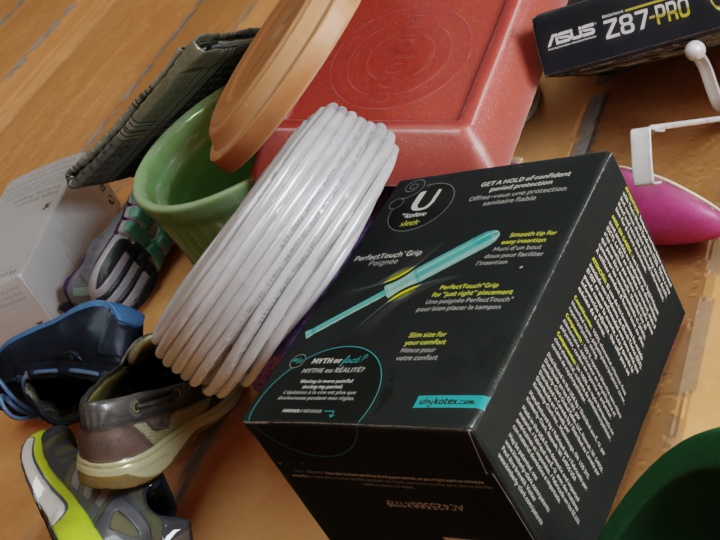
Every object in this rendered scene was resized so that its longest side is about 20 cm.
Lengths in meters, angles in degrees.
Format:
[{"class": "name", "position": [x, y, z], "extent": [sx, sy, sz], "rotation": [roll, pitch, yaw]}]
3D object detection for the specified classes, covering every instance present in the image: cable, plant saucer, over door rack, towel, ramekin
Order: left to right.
[{"class": "towel", "position": [-0.154, -0.151, 1.130], "extent": [0.200, 0.035, 0.192], "rotation": [-40, -8, 28]}, {"class": "ramekin", "position": [-0.078, -0.078, 1.033], "extent": [0.198, 0.098, 0.201], "rotation": [-23, 31, 15]}, {"class": "cable", "position": [-0.052, -0.016, 0.782], "extent": [0.201, 0.069, 0.200], "rotation": [-51, 7, 26]}, {"class": "plant saucer", "position": [-0.054, -0.163, 0.920], "extent": [0.201, 0.032, 0.201], "rotation": [-52, 16, 21]}, {"class": "plant saucer", "position": [0.032, -0.147, 0.913], "extent": [0.198, 0.037, 0.201], "rotation": [3, 53, 28]}, {"class": "over door rack", "position": [0.260, -0.114, 0.754], "extent": [0.146, 0.067, 0.199], "rotation": [-8, 15, 36]}]

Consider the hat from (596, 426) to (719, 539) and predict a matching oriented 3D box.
[{"class": "hat", "position": [0.203, 0.163, 0.514], "extent": [0.201, 0.174, 0.166], "rotation": [-60, 19, 30]}]

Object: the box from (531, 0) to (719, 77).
[{"class": "box", "position": [0.239, -0.180, 0.874], "extent": [0.198, 0.050, 0.161], "rotation": [-12, 1, 30]}]

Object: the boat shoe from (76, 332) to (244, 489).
[{"class": "boat shoe", "position": [-0.128, 0.073, 0.842], "extent": [0.071, 0.067, 0.201], "rotation": [5, 22, 16]}]

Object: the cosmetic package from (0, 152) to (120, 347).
[{"class": "cosmetic package", "position": [-0.305, -0.017, 1.177], "extent": [0.101, 0.074, 0.201], "rotation": [-20, 31, 20]}]

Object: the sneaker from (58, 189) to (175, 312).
[{"class": "sneaker", "position": [-0.199, -0.044, 1.124], "extent": [0.087, 0.075, 0.201], "rotation": [-9, 38, 41]}]

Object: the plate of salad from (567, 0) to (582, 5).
[{"class": "plate of salad", "position": [0.214, -0.228, 0.951], "extent": [0.198, 0.200, 0.049], "rotation": [-16, 76, 24]}]

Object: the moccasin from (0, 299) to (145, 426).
[{"class": "moccasin", "position": [-0.228, 0.081, 0.933], "extent": [0.200, 0.080, 0.069], "rotation": [-34, 48, 50]}]

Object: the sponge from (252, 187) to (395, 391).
[{"class": "sponge", "position": [0.000, 0.000, 0.892], "extent": [0.111, 0.030, 0.201], "rotation": [-16, 30, 55]}]

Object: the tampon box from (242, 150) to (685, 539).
[{"class": "tampon box", "position": [0.064, 0.052, 0.688], "extent": [0.149, 0.127, 0.201], "rotation": [-4, 40, 39]}]

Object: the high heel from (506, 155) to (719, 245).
[{"class": "high heel", "position": [0.135, -0.018, 0.806], "extent": [0.198, 0.067, 0.097], "rotation": [15, 77, 39]}]

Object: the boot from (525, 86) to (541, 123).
[{"class": "boot", "position": [0.082, -0.209, 1.021], "extent": [0.073, 0.155, 0.205], "rotation": [-21, 32, 16]}]

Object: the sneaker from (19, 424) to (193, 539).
[{"class": "sneaker", "position": [-0.165, 0.155, 0.821], "extent": [0.080, 0.075, 0.200], "rotation": [-24, 30, -17]}]
